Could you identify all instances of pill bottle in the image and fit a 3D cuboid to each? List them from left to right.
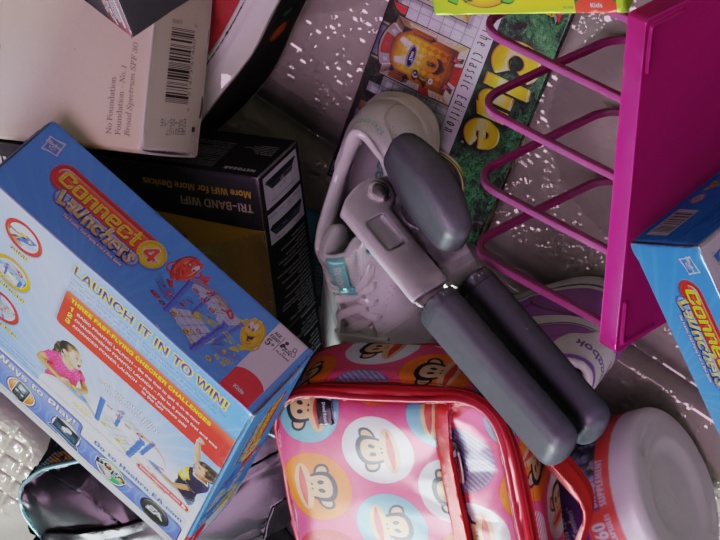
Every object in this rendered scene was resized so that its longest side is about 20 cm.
[{"bbox_3d":[0.110,0.163,1.700,0.199,0.112,0.112,-21,110,30],"label":"pill bottle"}]

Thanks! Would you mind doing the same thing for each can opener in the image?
[{"bbox_3d":[0.062,0.017,1.520,0.200,0.052,0.067,53,149,15],"label":"can opener"}]

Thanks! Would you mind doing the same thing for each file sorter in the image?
[{"bbox_3d":[0.145,-0.090,1.507,0.125,0.139,0.201,29,131,36],"label":"file sorter"}]

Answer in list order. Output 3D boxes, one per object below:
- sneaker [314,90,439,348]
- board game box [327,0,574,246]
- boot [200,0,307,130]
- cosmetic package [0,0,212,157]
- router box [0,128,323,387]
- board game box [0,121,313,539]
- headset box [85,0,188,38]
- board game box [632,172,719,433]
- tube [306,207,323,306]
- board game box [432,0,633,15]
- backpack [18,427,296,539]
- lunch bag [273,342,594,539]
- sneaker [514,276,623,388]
[{"bbox_3d":[0.000,0.000,1.613,0.075,0.088,0.201,7,108,20],"label":"sneaker"},{"bbox_3d":[0.057,-0.116,1.613,0.104,0.023,0.201,24,125,5],"label":"board game box"},{"bbox_3d":[-0.109,-0.173,1.626,0.144,0.072,0.200,40,130,9],"label":"boot"},{"bbox_3d":[-0.190,-0.125,1.585,0.199,0.073,0.104,6,92,24],"label":"cosmetic package"},{"bbox_3d":[-0.125,-0.009,1.651,0.199,0.052,0.158,8,122,27],"label":"router box"},{"bbox_3d":[-0.139,0.042,1.576,0.200,0.056,0.196,42,148,7],"label":"board game box"},{"bbox_3d":[-0.158,-0.230,1.486,0.200,0.077,0.149,40,159,41],"label":"headset box"},{"bbox_3d":[0.266,0.016,1.489,0.056,0.200,0.197,6,128,57],"label":"board game box"},{"bbox_3d":[-0.057,-0.017,1.706,0.199,0.050,0.078,16,98,16],"label":"tube"},{"bbox_3d":[0.112,-0.195,1.432,0.101,0.200,0.048,1,120,22],"label":"board game box"},{"bbox_3d":[-0.088,0.146,1.746,0.199,0.153,0.176,-16,112,28],"label":"backpack"},{"bbox_3d":[0.051,0.140,1.597,0.175,0.082,0.201,0,118,24],"label":"lunch bag"},{"bbox_3d":[0.064,0.071,1.665,0.200,0.114,0.073,-25,109,33],"label":"sneaker"}]
